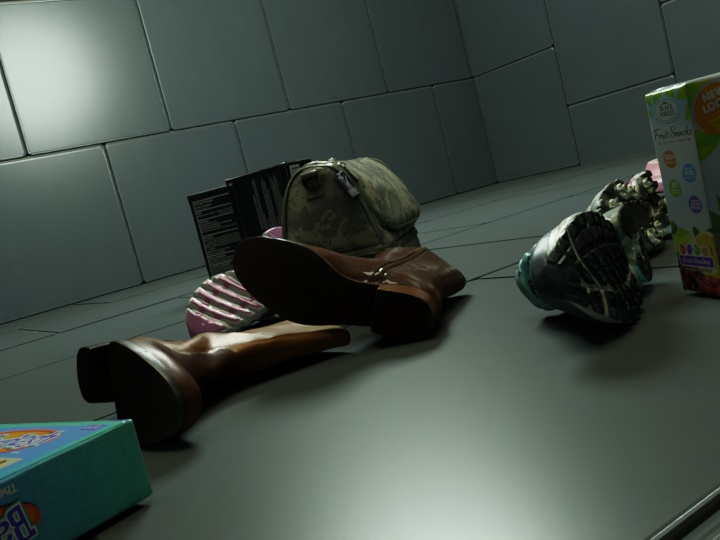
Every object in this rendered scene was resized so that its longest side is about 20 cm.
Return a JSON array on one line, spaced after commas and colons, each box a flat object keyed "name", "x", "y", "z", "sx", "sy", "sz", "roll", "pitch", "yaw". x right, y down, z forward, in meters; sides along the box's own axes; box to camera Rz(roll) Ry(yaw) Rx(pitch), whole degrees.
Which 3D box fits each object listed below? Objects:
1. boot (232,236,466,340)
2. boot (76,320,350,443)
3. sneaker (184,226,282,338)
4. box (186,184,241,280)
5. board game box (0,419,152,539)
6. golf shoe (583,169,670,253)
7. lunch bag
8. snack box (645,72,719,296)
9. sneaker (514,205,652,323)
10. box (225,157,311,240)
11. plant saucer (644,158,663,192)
[{"name": "boot", "x": 0.000, "y": 0.000, "z": 0.710, "sx": 0.186, "sy": 0.064, "sz": 0.200, "roll": 21, "pitch": 17, "yaw": 9}, {"name": "boot", "x": -0.095, "y": 0.076, "z": 0.588, "sx": 0.200, "sy": 0.069, "sz": 0.188, "roll": -6, "pitch": -3, "yaw": -33}, {"name": "sneaker", "x": -0.130, "y": 0.034, "z": 0.919, "sx": 0.080, "sy": 0.089, "sz": 0.200, "roll": 30, "pitch": 46, "yaw": 16}, {"name": "box", "x": -0.193, "y": -0.074, "z": 1.445, "sx": 0.200, "sy": 0.199, "sz": 0.123, "roll": -12, "pitch": 6, "yaw": 16}, {"name": "board game box", "x": -0.225, "y": 0.128, "z": 0.357, "sx": 0.152, "sy": 0.045, "sz": 0.200, "roll": -10, "pitch": 7, "yaw": 38}, {"name": "golf shoe", "x": 0.258, "y": -0.043, "z": 0.771, "sx": 0.088, "sy": 0.077, "sz": 0.200, "roll": -34, "pitch": -8, "yaw": 32}, {"name": "lunch bag", "x": -0.009, "y": -0.047, "z": 0.884, "sx": 0.139, "sy": 0.168, "sz": 0.200, "roll": -13, "pitch": 6, "yaw": 18}, {"name": "snack box", "x": 0.308, "y": -0.077, "z": 0.520, "sx": 0.200, "sy": 0.142, "sz": 0.053, "roll": -16, "pitch": 6, "yaw": -10}, {"name": "sneaker", "x": 0.150, "y": 0.007, "z": 0.546, "sx": 0.086, "sy": 0.078, "sz": 0.200, "roll": -25, "pitch": -7, "yaw": 29}, {"name": "box", "x": -0.133, "y": -0.075, "z": 1.294, "sx": 0.141, "sy": 0.200, "sz": 0.079, "roll": -9, "pitch": 8, "yaw": 34}, {"name": "plant saucer", "x": 0.573, "y": -0.179, "z": 1.301, "sx": 0.200, "sy": 0.051, "sz": 0.201, "roll": -14, "pitch": 5, "yaw": 1}]
